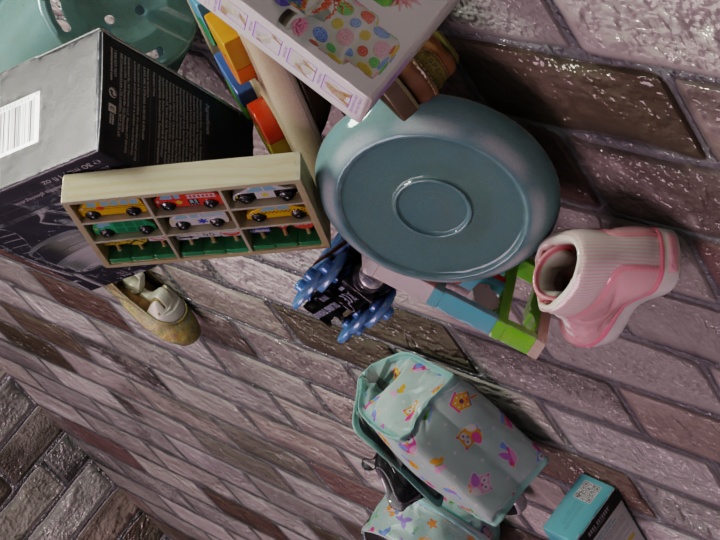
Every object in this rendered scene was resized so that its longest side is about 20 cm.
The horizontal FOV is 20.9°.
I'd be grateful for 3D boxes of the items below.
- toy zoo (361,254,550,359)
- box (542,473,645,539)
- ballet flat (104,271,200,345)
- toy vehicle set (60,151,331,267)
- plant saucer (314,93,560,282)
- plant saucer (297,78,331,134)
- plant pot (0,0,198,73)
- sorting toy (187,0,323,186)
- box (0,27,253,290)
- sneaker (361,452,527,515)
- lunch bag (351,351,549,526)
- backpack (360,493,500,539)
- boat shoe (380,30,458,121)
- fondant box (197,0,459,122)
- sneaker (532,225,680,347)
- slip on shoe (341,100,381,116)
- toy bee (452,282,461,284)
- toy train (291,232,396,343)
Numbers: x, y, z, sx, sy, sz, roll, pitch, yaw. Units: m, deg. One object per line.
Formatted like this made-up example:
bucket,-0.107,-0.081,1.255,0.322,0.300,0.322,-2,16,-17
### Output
toy zoo,0.076,-0.006,1.708,0.200,0.131,0.020,27,120,-4
box,0.279,0.321,2.215,0.049,0.082,0.200,23,156,41
ballet flat,-0.293,0.027,2.631,0.200,0.071,0.071,40,162,-5
toy vehicle set,-0.133,-0.048,1.610,0.200,0.027,0.124,-5,154,10
plant saucer,0.059,-0.057,1.561,0.200,0.027,0.200,7,137,7
plant saucer,-0.074,-0.201,1.622,0.200,0.037,0.200,57,171,15
plant pot,-0.244,-0.212,1.779,0.200,0.200,0.196,40,154,-6
sorting toy,-0.096,-0.167,1.628,0.200,0.036,0.185,49,167,50
box,-0.230,-0.091,1.695,0.200,0.124,0.197,-19,151,33
sneaker,0.097,0.258,2.359,0.200,0.114,0.075,36,162,6
lunch bag,0.087,0.185,2.198,0.170,0.122,0.200,43,170,-22
backpack,0.093,0.352,2.533,0.177,0.151,0.200,31,168,15
boat shoe,0.011,-0.190,1.522,0.200,0.068,0.072,51,180,41
fondant box,-0.034,-0.224,1.398,0.200,0.144,0.058,37,161,4
sneaker,0.178,0.012,1.608,0.105,0.075,0.200,-1,163,-16
slip on shoe,0.016,-0.148,1.625,0.074,0.061,0.200,54,172,-12
toy bee,0.089,-0.048,1.644,0.131,0.109,0.200,-2,165,1
toy train,0.000,0.000,1.921,0.087,0.114,0.200,37,163,-6
